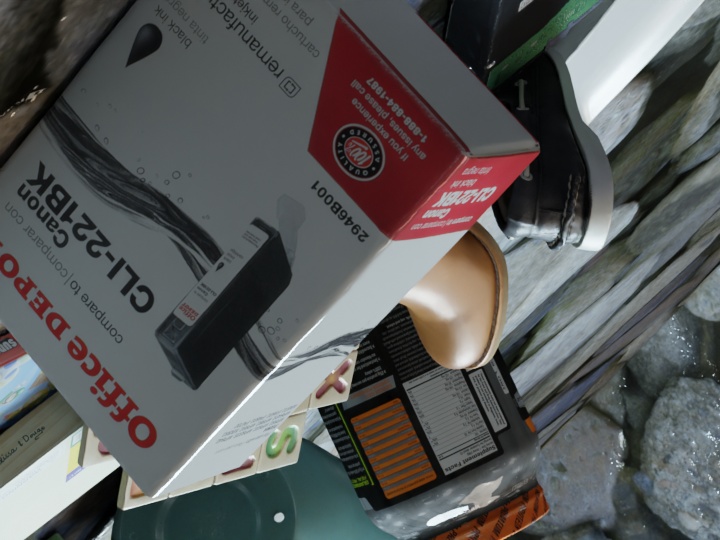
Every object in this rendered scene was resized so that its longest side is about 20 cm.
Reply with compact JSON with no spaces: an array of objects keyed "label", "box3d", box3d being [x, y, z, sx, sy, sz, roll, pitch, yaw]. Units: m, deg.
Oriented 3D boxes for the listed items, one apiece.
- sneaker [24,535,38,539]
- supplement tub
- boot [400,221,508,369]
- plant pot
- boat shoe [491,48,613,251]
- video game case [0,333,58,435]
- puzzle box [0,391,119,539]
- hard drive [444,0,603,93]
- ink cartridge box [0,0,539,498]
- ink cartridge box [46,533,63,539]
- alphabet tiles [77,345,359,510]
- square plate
[{"label":"sneaker","box3d":[-0.190,0.252,1.339,0.111,0.200,0.077,-42,-153,28]},{"label":"supplement tub","box3d":[0.036,0.082,1.330,0.122,0.200,0.123,-24,179,-1]},{"label":"boot","box3d":[0.000,0.000,1.112,0.155,0.077,0.200,-36,135,-31]},{"label":"plant pot","box3d":[-0.084,0.196,1.452,0.201,0.201,0.161,-42,155,-3]},{"label":"boat shoe","box3d":[0.090,-0.074,1.189,0.060,0.200,0.074,3,123,-13]},{"label":"video game case","box3d":[-0.217,0.088,1.036,0.200,0.017,0.143,-29,162,-48]},{"label":"puzzle box","box3d":[-0.182,0.113,1.133,0.200,0.025,0.133,-38,167,-23]},{"label":"hard drive","box3d":[0.109,-0.176,1.101,0.140,0.038,0.200,-40,167,-12]},{"label":"ink cartridge box","box3d":[-0.052,-0.028,0.842,0.200,0.144,0.084,-48,166,22]},{"label":"ink cartridge box","box3d":[-0.165,0.286,1.463,0.048,0.200,0.146,-37,167,-12]},{"label":"alphabet tiles","box3d":[-0.068,0.043,1.130,0.200,0.006,0.167,-10,120,-46]},{"label":"square plate","box3d":[0.164,-0.154,1.379,0.198,0.028,0.200,-49,167,30]}]
